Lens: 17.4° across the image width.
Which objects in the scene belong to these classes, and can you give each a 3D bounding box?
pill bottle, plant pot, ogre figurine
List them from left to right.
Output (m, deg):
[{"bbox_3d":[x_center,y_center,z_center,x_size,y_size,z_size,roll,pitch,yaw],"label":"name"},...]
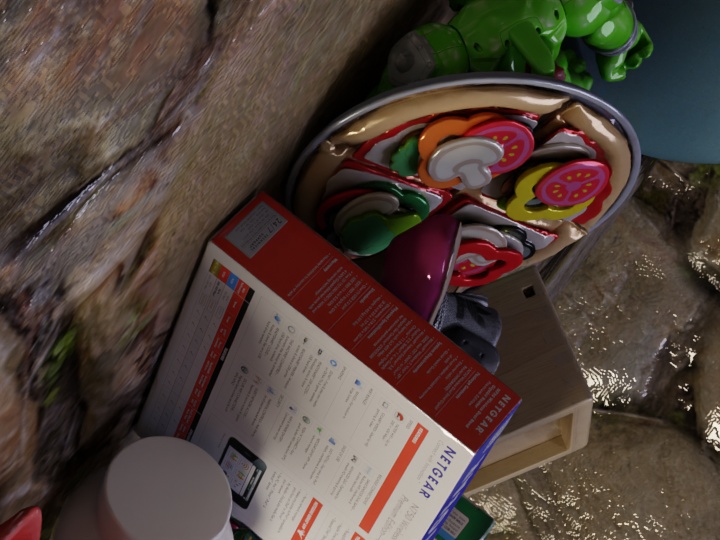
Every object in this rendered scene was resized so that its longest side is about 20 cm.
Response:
[{"bbox_3d":[-0.132,0.177,1.354,0.104,0.104,0.200,-46,170,-38],"label":"pill bottle"},{"bbox_3d":[0.080,-0.115,1.310,0.198,0.099,0.120,-6,154,-7],"label":"ogre figurine"},{"bbox_3d":[0.202,-0.159,1.620,0.134,0.202,0.200,-16,163,-9],"label":"plant pot"}]

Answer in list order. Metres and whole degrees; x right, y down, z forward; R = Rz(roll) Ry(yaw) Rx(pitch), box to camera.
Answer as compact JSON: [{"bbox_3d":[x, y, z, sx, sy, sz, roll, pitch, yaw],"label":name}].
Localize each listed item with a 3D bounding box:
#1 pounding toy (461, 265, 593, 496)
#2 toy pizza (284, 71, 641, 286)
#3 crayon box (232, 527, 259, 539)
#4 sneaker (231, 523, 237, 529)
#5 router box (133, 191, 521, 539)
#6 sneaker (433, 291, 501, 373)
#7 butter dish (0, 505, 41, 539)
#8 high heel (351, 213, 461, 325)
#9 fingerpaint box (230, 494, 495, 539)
[{"bbox_3d":[0.049,0.082,1.636,0.183,0.143,0.200,-22,165,-2],"label":"pounding toy"},{"bbox_3d":[0.058,-0.041,1.296,0.201,0.198,0.032,115,-27,-55],"label":"toy pizza"},{"bbox_3d":[-0.088,0.279,1.481,0.058,0.119,0.201,-13,-138,35],"label":"crayon box"},{"bbox_3d":[-0.081,0.202,1.690,0.088,0.081,0.202,-48,153,-75],"label":"sneaker"},{"bbox_3d":[-0.025,0.080,1.289,0.049,0.179,0.200,-45,169,-37],"label":"router box"},{"bbox_3d":[0.035,0.010,1.440,0.076,0.113,0.201,-97,-163,-48],"label":"sneaker"},{"bbox_3d":[-0.192,0.252,1.192,0.200,0.147,0.200,-48,171,-29],"label":"butter dish"},{"bbox_3d":[-0.013,0.013,1.289,0.200,0.095,0.068,125,-14,-54],"label":"high heel"},{"bbox_3d":[-0.024,0.141,1.466,0.073,0.199,0.167,-49,172,-18],"label":"fingerpaint box"}]
